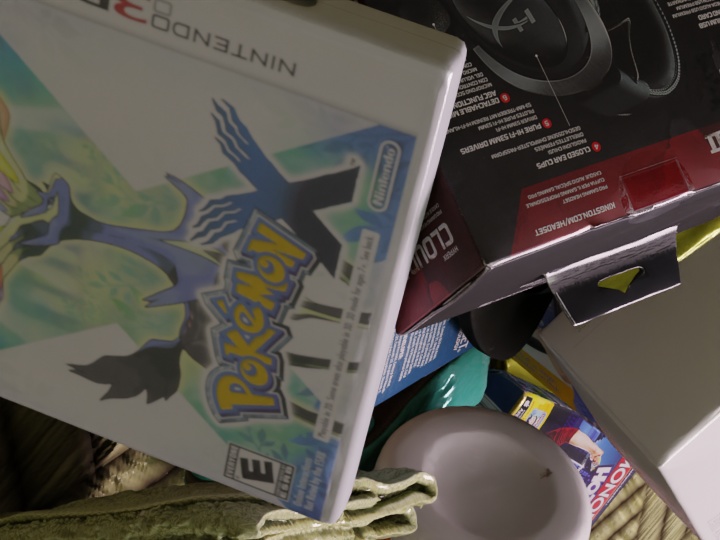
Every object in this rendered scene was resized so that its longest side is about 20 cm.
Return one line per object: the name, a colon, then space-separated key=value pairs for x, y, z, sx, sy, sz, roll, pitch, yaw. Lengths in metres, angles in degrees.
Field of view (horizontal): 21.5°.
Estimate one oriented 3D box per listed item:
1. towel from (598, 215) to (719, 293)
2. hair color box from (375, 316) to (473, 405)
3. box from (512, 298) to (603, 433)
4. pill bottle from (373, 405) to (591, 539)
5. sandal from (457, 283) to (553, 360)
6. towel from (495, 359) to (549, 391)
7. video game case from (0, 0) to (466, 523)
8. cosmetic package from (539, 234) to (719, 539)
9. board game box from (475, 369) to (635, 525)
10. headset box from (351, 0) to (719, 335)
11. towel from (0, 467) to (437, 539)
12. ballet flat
towel: x=0.066 y=-0.085 z=0.734 sx=0.086 sy=0.200 sz=0.018 roll=-35 pitch=173 yaw=-11
hair color box: x=0.000 y=0.000 z=0.835 sx=0.200 sy=0.100 sz=0.061 roll=-28 pitch=144 yaw=-37
box: x=0.097 y=-0.019 z=0.939 sx=0.041 sy=0.119 sz=0.200 roll=-37 pitch=149 yaw=-23
pill bottle: x=0.039 y=0.172 z=0.963 sx=0.109 sy=0.110 sz=0.201 roll=-28 pitch=149 yaw=-38
sandal: x=0.101 y=-0.043 z=0.783 sx=0.075 sy=0.045 sz=0.201 roll=-1 pitch=124 yaw=-55
towel: x=0.147 y=0.046 z=1.190 sx=0.200 sy=0.018 sz=0.086 roll=-27 pitch=140 yaw=-36
video game case: x=-0.072 y=-0.019 z=0.630 sx=0.022 sy=0.181 sz=0.201 roll=-60 pitch=168 yaw=-50
cosmetic package: x=0.164 y=0.051 z=0.882 sx=0.108 sy=0.085 sz=0.200 roll=-41 pitch=155 yaw=-1
board game box: x=0.073 y=0.154 z=1.122 sx=0.200 sy=0.062 sz=0.200 roll=-53 pitch=142 yaw=10
headset box: x=0.055 y=-0.080 z=0.664 sx=0.148 sy=0.201 sz=0.077 roll=-20 pitch=170 yaw=-28
towel: x=-0.081 y=0.109 z=0.792 sx=0.199 sy=0.037 sz=0.148 roll=-13 pitch=171 yaw=30
ballet flat: x=-0.002 y=0.084 z=0.959 sx=0.200 sy=0.067 sz=0.071 roll=-32 pitch=128 yaw=-35
